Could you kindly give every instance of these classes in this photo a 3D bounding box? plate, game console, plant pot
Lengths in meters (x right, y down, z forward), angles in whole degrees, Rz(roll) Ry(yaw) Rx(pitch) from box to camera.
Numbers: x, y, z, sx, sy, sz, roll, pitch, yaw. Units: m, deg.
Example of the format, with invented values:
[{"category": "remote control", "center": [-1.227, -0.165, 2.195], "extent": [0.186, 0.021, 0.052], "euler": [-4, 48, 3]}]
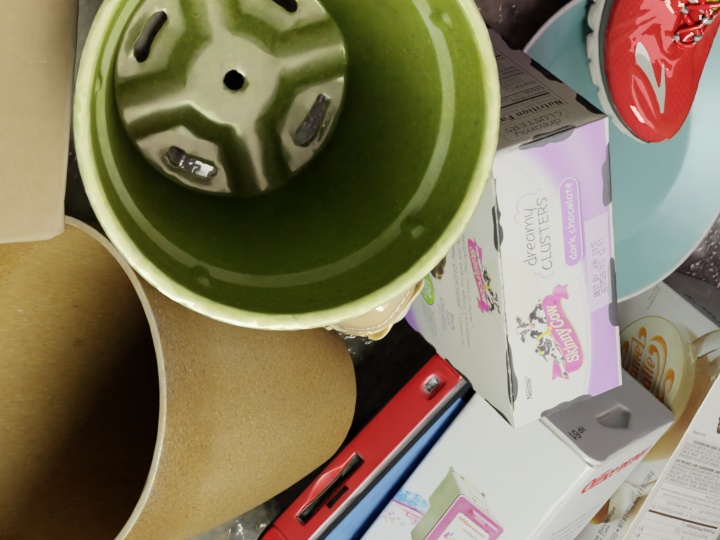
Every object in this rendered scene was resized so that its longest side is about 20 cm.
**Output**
[{"category": "plate", "center": [0.147, -0.076, 1.324], "extent": [0.199, 0.026, 0.201], "euler": [-12, 112, -30]}, {"category": "game console", "center": [0.025, 0.121, 1.328], "extent": [0.200, 0.031, 0.177], "euler": [-46, 160, 1]}, {"category": "plant pot", "center": [-0.051, -0.087, 1.097], "extent": [0.199, 0.184, 0.201], "euler": [-2, 101, -12]}, {"category": "plant pot", "center": [-0.102, 0.066, 1.200], "extent": [0.200, 0.186, 0.187], "euler": [2, 117, -51]}]

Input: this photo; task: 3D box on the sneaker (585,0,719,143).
[{"category": "sneaker", "center": [0.189, -0.167, 1.251], "extent": [0.077, 0.085, 0.201], "euler": [9, 99, -34]}]

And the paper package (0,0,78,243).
[{"category": "paper package", "center": [-0.240, -0.109, 1.050], "extent": [0.199, 0.103, 0.191], "euler": [-5, 118, -26]}]

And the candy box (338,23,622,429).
[{"category": "candy box", "center": [0.057, -0.040, 1.196], "extent": [0.071, 0.200, 0.168], "euler": [-19, 125, -19]}]

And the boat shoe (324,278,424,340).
[{"category": "boat shoe", "center": [0.000, 0.000, 1.182], "extent": [0.069, 0.200, 0.074], "euler": [41, 90, -18]}]

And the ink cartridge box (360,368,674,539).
[{"category": "ink cartridge box", "center": [0.080, 0.143, 1.328], "extent": [0.200, 0.085, 0.144], "euler": [-52, 164, 23]}]

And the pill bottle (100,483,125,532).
[{"category": "pill bottle", "center": [-0.144, 0.218, 1.286], "extent": [0.112, 0.112, 0.201], "euler": [-26, 127, -14]}]

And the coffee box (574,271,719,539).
[{"category": "coffee box", "center": [0.182, 0.111, 1.411], "extent": [0.080, 0.114, 0.200], "euler": [17, 108, -37]}]
